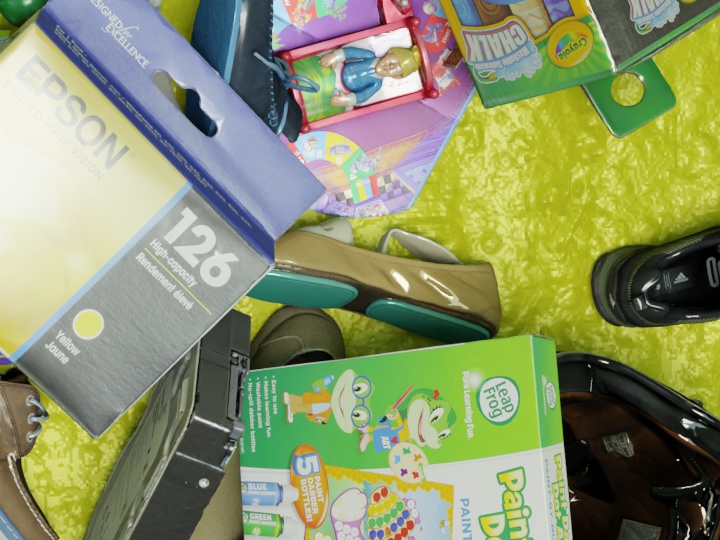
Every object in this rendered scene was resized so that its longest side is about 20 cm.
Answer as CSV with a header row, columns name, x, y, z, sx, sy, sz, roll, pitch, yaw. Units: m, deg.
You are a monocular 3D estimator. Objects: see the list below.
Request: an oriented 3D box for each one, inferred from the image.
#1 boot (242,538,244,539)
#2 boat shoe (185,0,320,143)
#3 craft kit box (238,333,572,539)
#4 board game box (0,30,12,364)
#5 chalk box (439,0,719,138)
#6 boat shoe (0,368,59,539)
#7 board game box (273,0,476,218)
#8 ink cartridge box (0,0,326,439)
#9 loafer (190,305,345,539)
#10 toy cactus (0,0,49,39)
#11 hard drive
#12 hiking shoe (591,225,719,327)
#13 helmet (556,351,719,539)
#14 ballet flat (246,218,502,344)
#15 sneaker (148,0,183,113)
name,x,y,z,sx,sy,sz,roll,pitch,yaw
boot,0.003,0.237,1.117,0.200,0.066,0.165,41,120,21
boat shoe,-0.070,-0.100,1.111,0.069,0.084,0.200,-5,133,-19
craft kit box,0.025,0.147,1.049,0.197,0.049,0.200,-9,80,22
board game box,-0.259,-0.044,1.074,0.134,0.045,0.200,-1,77,-12
chalk box,0.133,-0.181,1.115,0.125,0.124,0.200,-31,104,-35
boat shoe,-0.234,0.091,1.117,0.072,0.072,0.200,-32,106,-13
board game box,0.002,-0.133,1.152,0.158,0.039,0.200,29,90,-14
ink cartridge box,-0.148,-0.040,1.015,0.200,0.047,0.198,-45,109,-1
loafer,-0.073,0.114,1.155,0.076,0.067,0.200,26,91,-13
toy cactus,-0.224,-0.197,1.028,0.165,0.102,0.200,-36,81,19
hard drive,-0.123,0.131,1.078,0.038,0.140,0.200,23,115,-14
hiking shoe,0.260,0.000,1.193,0.200,0.101,0.076,-19,101,-9
helmet,0.131,0.144,1.137,0.191,0.200,0.200,20,93,17
ballet flat,0.000,0.000,1.158,0.200,0.069,0.063,16,67,-24
sneaker,-0.151,-0.178,1.102,0.087,0.075,0.200,-27,103,-13
